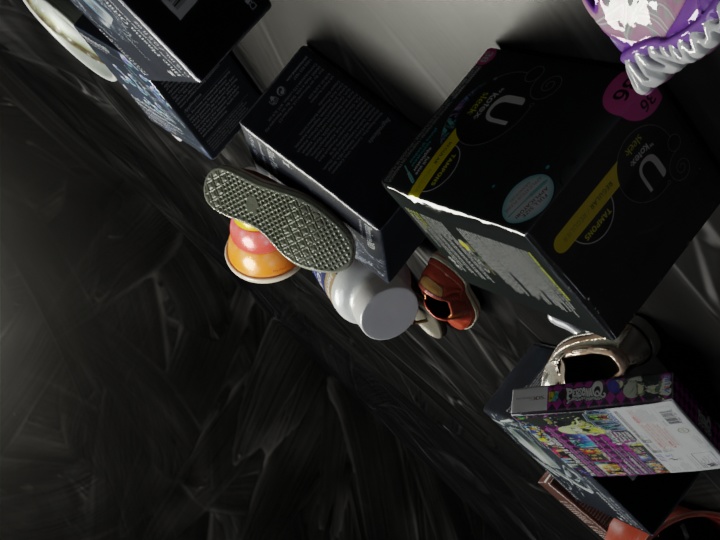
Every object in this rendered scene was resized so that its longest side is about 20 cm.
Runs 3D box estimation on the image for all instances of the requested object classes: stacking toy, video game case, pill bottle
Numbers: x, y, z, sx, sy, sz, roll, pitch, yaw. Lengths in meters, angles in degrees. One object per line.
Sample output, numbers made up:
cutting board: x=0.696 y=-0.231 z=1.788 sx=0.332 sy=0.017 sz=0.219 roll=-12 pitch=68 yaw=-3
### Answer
stacking toy: x=-0.160 y=-0.092 z=2.155 sx=0.146 sy=0.146 sz=0.201 roll=34 pitch=149 yaw=31
video game case: x=0.284 y=0.170 z=1.429 sx=0.179 sy=0.036 sz=0.200 roll=-10 pitch=148 yaw=31
pill bottle: x=0.000 y=0.000 z=1.752 sx=0.111 sy=0.111 sz=0.201 roll=49 pitch=-176 yaw=-42

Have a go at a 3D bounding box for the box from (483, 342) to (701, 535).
box: x=0.292 y=0.207 z=1.675 sx=0.200 sy=0.124 sz=0.196 roll=44 pitch=171 yaw=-16

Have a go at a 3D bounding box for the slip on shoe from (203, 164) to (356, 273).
slip on shoe: x=-0.081 y=-0.061 z=1.453 sx=0.199 sy=0.075 sz=0.061 roll=28 pitch=-161 yaw=26

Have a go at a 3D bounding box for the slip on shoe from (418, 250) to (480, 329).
slip on shoe: x=0.112 y=0.036 z=1.743 sx=0.074 sy=0.061 sz=0.200 roll=35 pitch=169 yaw=19

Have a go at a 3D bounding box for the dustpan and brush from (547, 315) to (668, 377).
dustpan and brush: x=0.275 y=0.097 z=1.502 sx=0.199 sy=0.057 sz=0.140 roll=29 pitch=154 yaw=25

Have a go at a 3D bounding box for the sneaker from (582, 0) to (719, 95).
sneaker: x=0.171 y=-0.162 z=0.723 sx=0.089 sy=0.080 sz=0.200 roll=48 pitch=170 yaw=-1

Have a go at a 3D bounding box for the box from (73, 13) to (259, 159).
box: x=-0.241 y=-0.262 z=1.692 sx=0.148 sy=0.107 sz=0.200 roll=33 pitch=166 yaw=39

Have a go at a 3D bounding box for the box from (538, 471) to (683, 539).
box: x=0.376 y=0.345 z=1.995 sx=0.200 sy=0.100 sz=0.075 roll=42 pitch=170 yaw=-2

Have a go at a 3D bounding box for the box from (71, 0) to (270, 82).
box: x=-0.226 y=-0.306 z=1.392 sx=0.197 sy=0.118 sz=0.200 roll=45 pitch=169 yaw=-23

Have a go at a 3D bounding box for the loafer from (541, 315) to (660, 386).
loafer: x=0.241 y=0.106 z=1.424 sx=0.072 sy=0.063 sz=0.200 roll=51 pitch=148 yaw=4

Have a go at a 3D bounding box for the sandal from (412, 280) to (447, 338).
sandal: x=0.064 y=0.044 z=1.999 sx=0.081 sy=0.055 sz=0.200 roll=31 pitch=166 yaw=42

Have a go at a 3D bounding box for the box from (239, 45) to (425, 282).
box: x=-0.014 y=-0.113 z=1.470 sx=0.199 sy=0.118 sz=0.197 roll=37 pitch=169 yaw=13

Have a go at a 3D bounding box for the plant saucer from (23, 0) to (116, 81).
plant saucer: x=-0.441 y=-0.382 z=2.071 sx=0.199 sy=0.050 sz=0.200 roll=39 pitch=170 yaw=8

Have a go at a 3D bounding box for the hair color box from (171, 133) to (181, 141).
hair color box: x=-0.268 y=-0.251 z=1.963 sx=0.100 sy=0.061 sz=0.200 roll=43 pitch=170 yaw=-13

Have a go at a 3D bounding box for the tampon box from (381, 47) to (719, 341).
tampon box: x=0.143 y=-0.064 z=1.008 sx=0.126 sy=0.150 sz=0.199 roll=46 pitch=168 yaw=-31

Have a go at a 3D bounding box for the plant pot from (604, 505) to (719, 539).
plant pot: x=0.437 y=0.412 z=1.856 sx=0.200 sy=0.201 sz=0.195 roll=42 pitch=178 yaw=-8
